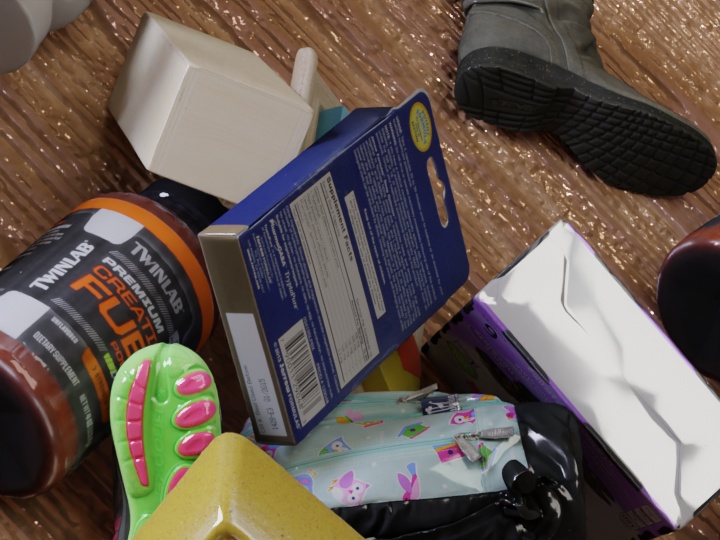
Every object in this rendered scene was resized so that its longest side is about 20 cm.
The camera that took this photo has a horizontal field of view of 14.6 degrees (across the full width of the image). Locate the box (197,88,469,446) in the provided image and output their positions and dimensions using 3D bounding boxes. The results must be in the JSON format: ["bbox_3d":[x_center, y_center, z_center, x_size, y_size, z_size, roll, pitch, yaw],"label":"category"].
[{"bbox_3d":[-0.009,-0.006,1.504,0.200,0.032,0.122,-40,122,-48],"label":"box"}]

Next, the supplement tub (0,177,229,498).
[{"bbox_3d":[-0.147,0.027,1.521,0.107,0.107,0.200,44,48,1],"label":"supplement tub"}]

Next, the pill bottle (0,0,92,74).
[{"bbox_3d":[-0.192,-0.210,1.646,0.112,0.112,0.200,31,49,-11],"label":"pill bottle"}]

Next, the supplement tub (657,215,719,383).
[{"bbox_3d":[0.287,-0.010,1.805,0.200,0.107,0.107,-31,79,-40],"label":"supplement tub"}]

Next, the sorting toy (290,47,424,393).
[{"bbox_3d":[0.000,0.000,1.599,0.200,0.036,0.186,57,32,-45],"label":"sorting toy"}]

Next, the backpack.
[{"bbox_3d":[0.021,0.140,1.512,0.199,0.167,0.127,-3,38,3],"label":"backpack"}]

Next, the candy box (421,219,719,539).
[{"bbox_3d":[0.126,0.072,1.592,0.071,0.200,0.168,-40,87,-12],"label":"candy box"}]

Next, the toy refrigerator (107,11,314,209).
[{"bbox_3d":[-0.089,-0.088,1.583,0.076,0.070,0.200,20,8,-16],"label":"toy refrigerator"}]

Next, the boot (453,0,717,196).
[{"bbox_3d":[0.149,-0.138,1.846,0.199,0.068,0.131,23,45,-19],"label":"boot"}]

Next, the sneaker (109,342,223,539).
[{"bbox_3d":[-0.099,0.138,1.465,0.076,0.084,0.201,8,92,5],"label":"sneaker"}]

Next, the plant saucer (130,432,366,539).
[{"bbox_3d":[-0.056,0.217,1.397,0.200,0.200,0.048,40,4,3],"label":"plant saucer"}]
